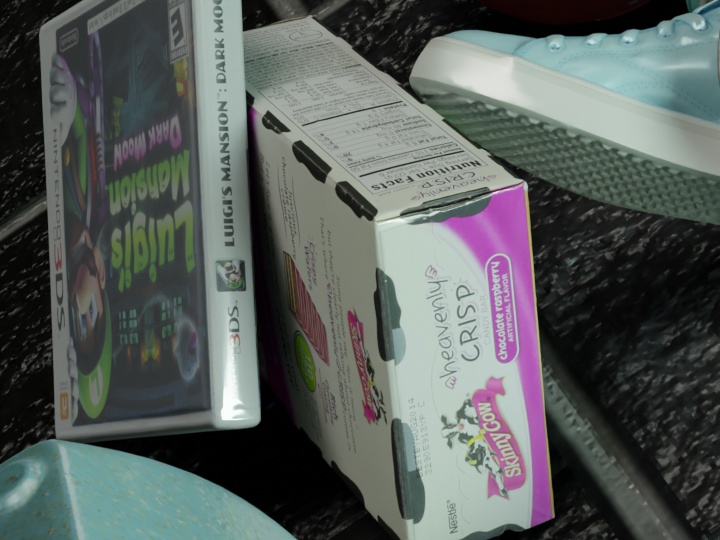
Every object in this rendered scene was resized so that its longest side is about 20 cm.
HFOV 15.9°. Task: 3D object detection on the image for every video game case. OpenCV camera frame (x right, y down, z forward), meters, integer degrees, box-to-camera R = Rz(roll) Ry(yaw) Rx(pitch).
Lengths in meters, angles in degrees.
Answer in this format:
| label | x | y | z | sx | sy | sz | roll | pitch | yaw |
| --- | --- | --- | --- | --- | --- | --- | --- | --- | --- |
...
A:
| label | x | y | z | sx | sy | sz | roll | pitch | yaw |
| --- | --- | --- | --- | --- | --- | --- | --- | --- | --- |
| video game case | -0.088 | -0.025 | 1.023 | 0.023 | 0.183 | 0.200 | -1 | -5 | -24 |

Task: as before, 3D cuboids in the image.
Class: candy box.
| label | x | y | z | sx | sy | sz | roll | pitch | yaw |
| --- | --- | --- | --- | --- | --- | --- | --- | --- | --- |
| candy box | 0.000 | 0.000 | 0.963 | 0.061 | 0.137 | 0.200 | -15 | 28 | -17 |

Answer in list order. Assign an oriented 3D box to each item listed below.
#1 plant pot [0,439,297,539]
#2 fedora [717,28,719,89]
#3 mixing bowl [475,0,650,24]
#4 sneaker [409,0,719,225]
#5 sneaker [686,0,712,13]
| label | x | y | z | sx | sy | sz | roll | pitch | yaw |
| --- | --- | --- | --- | --- | --- | --- | --- | --- | --- |
| plant pot | -0.078 | 0.169 | 0.762 | 0.196 | 0.200 | 0.196 | -32 | 31 | 5 |
| fedora | 0.222 | -0.099 | 0.866 | 0.177 | 0.090 | 0.200 | 39 | 54 | 24 |
| mixing bowl | 0.100 | -0.182 | 1.130 | 0.200 | 0.108 | 0.200 | -34 | 27 | 20 |
| sneaker | 0.121 | -0.066 | 0.934 | 0.199 | 0.074 | 0.082 | 16 | 73 | 6 |
| sneaker | 0.209 | -0.166 | 1.075 | 0.091 | 0.078 | 0.200 | 12 | 54 | 27 |
